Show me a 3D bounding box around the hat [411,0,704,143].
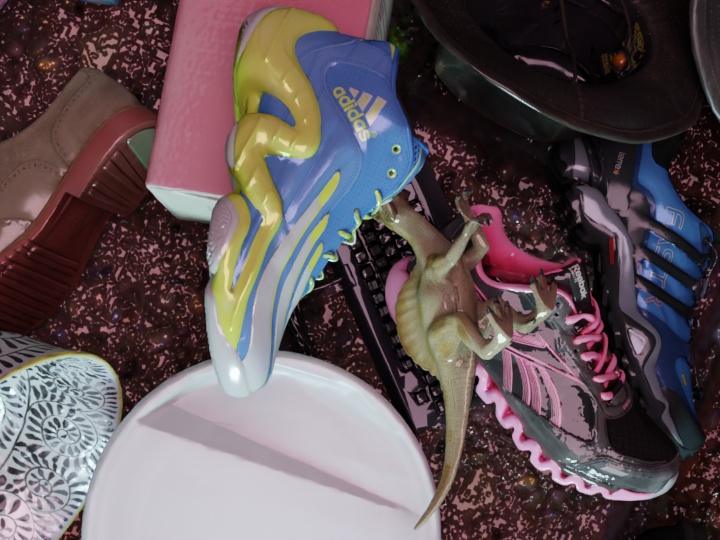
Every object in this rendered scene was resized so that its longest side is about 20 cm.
[{"bbox_3d":[0.097,-0.128,1.310,0.199,0.081,0.202,17,48,-20],"label":"hat"}]

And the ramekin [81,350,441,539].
[{"bbox_3d":[-0.057,0.144,1.301,0.200,0.094,0.204,0,91,-5],"label":"ramekin"}]

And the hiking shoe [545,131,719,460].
[{"bbox_3d":[0.176,0.009,1.333,0.086,0.074,0.202,-17,92,-5],"label":"hiking shoe"}]

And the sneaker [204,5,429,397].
[{"bbox_3d":[-0.020,-0.033,1.159,0.104,0.076,0.202,5,84,2],"label":"sneaker"}]

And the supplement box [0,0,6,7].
[{"bbox_3d":[-0.251,-0.222,1.223,0.200,0.103,0.131,35,84,39],"label":"supplement box"}]

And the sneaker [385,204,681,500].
[{"bbox_3d":[0.108,0.042,1.282,0.200,0.079,0.096,42,121,6],"label":"sneaker"}]

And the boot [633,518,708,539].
[{"bbox_3d":[0.101,0.221,1.325,0.157,0.079,0.213,23,89,-6],"label":"boot"}]

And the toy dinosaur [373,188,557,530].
[{"bbox_3d":[0.055,0.032,1.248,0.058,0.101,0.202,1,72,-42],"label":"toy dinosaur"}]

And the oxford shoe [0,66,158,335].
[{"bbox_3d":[-0.193,-0.027,1.311,0.200,0.070,0.075,-47,62,2],"label":"oxford shoe"}]

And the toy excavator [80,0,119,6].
[{"bbox_3d":[-0.187,-0.192,1.295,0.198,0.100,0.196,8,88,7],"label":"toy excavator"}]

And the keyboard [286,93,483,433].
[{"bbox_3d":[0.000,0.000,1.343,0.126,0.021,0.201,-24,92,-5],"label":"keyboard"}]

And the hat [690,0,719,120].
[{"bbox_3d":[0.271,-0.140,1.334,0.199,0.081,0.202,-2,100,-12],"label":"hat"}]

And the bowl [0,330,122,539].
[{"bbox_3d":[-0.233,0.100,1.257,0.094,0.201,0.201,39,86,23],"label":"bowl"}]

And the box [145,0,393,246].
[{"bbox_3d":[-0.043,-0.125,1.271,0.108,0.128,0.202,10,84,4],"label":"box"}]
